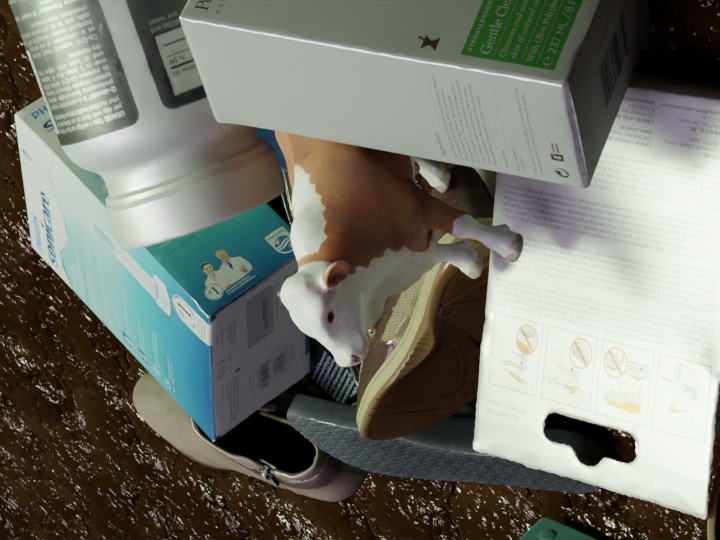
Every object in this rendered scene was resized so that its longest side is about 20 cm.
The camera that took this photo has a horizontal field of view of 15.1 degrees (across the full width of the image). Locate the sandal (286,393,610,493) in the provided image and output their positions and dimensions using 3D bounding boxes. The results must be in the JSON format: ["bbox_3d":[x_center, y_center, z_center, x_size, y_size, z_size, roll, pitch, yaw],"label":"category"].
[{"bbox_3d":[0.055,0.099,1.652,0.198,0.043,0.076,8,157,11],"label":"sandal"}]

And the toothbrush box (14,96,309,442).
[{"bbox_3d":[-0.124,-0.015,1.711,0.200,0.085,0.147,43,155,25],"label":"toothbrush box"}]

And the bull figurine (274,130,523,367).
[{"bbox_3d":[0.007,-0.039,1.349,0.121,0.201,0.065,10,137,-26],"label":"bull figurine"}]

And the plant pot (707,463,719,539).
[{"bbox_3d":[0.266,0.158,1.368,0.186,0.187,0.200,36,167,17],"label":"plant pot"}]

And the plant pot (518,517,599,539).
[{"bbox_3d":[0.135,0.270,1.726,0.141,0.141,0.201,22,139,37],"label":"plant pot"}]

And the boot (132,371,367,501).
[{"bbox_3d":[-0.083,0.101,1.807,0.199,0.071,0.146,15,177,17],"label":"boot"}]

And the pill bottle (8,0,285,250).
[{"bbox_3d":[-0.115,-0.120,1.401,0.116,0.116,0.201,-6,105,57],"label":"pill bottle"}]

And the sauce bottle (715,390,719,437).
[{"bbox_3d":[0.118,0.040,1.501,0.199,0.066,0.066,24,147,38],"label":"sauce bottle"}]

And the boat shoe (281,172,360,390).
[{"bbox_3d":[0.000,0.000,1.574,0.068,0.057,0.201,-23,97,32],"label":"boat shoe"}]

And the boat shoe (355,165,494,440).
[{"bbox_3d":[0.036,0.019,1.485,0.201,0.072,0.072,109,146,-52],"label":"boat shoe"}]

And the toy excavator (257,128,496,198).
[{"bbox_3d":[-0.023,-0.105,1.482,0.199,0.100,0.195,-16,117,51],"label":"toy excavator"}]

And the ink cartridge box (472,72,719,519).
[{"bbox_3d":[0.133,0.005,1.338,0.160,0.050,0.202,14,105,45],"label":"ink cartridge box"}]

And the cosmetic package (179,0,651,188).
[{"bbox_3d":[0.028,-0.118,1.300,0.199,0.108,0.085,11,148,20],"label":"cosmetic package"}]

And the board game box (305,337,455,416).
[{"bbox_3d":[0.015,0.042,1.691,0.135,0.028,0.200,42,154,7],"label":"board game box"}]
